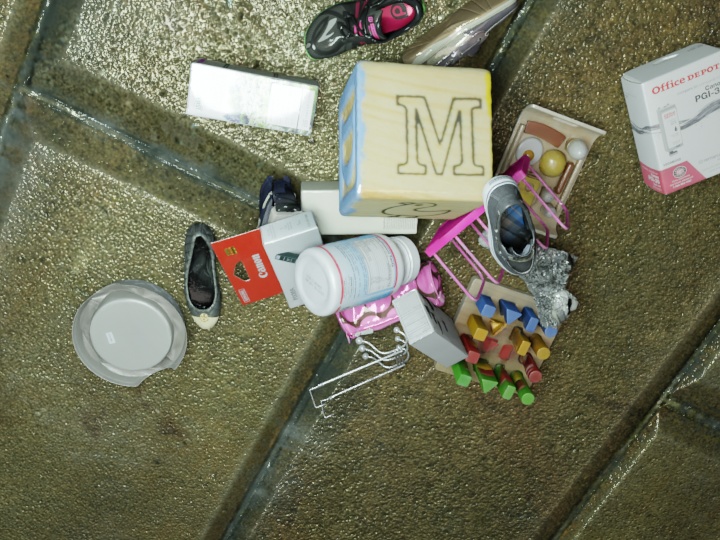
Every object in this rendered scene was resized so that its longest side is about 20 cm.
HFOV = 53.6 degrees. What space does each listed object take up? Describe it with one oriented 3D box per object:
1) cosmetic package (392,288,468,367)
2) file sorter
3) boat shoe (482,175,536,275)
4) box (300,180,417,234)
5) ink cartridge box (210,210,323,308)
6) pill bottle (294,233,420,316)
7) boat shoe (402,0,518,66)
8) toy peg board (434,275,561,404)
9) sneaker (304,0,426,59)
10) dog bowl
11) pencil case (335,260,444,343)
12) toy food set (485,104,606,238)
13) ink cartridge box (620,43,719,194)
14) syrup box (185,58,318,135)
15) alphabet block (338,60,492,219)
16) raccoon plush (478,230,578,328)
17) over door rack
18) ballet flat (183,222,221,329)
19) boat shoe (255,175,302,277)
[{"bbox_3d":[0.123,0.102,1.216,0.050,0.083,0.200,-27,154,14],"label":"cosmetic package"},{"bbox_3d":[0.228,-0.066,1.164,0.200,0.139,0.126,-41,94,24],"label":"file sorter"},{"bbox_3d":[0.223,-0.048,1.020,0.069,0.067,0.201,-20,137,3],"label":"boat shoe"},{"bbox_3d":[-0.003,-0.107,1.212,0.197,0.069,0.083,1,112,-4],"label":"box"},{"bbox_3d":[-0.139,-0.002,1.200,0.172,0.044,0.201,-19,146,-3],"label":"ink cartridge box"},{"bbox_3d":[0.000,0.000,1.162,0.199,0.108,0.110,-14,120,-39],"label":"pill bottle"},{"bbox_3d":[0.161,-0.366,1.120,0.199,0.072,0.065,-33,124,6],"label":"boat shoe"},{"bbox_3d":[0.269,0.143,1.324,0.198,0.098,0.201,17,111,-12],"label":"toy peg board"},{"bbox_3d":[0.005,-0.379,1.089,0.198,0.084,0.077,-21,112,4],"label":"sneaker"},{"bbox_3d":[-0.407,0.107,1.276,0.197,0.059,0.202,-2,112,-4],"label":"dog bowl"},{"bbox_3d":[0.054,0.056,1.272,0.198,0.094,0.091,-23,131,6],"label":"pencil case"},{"bbox_3d":[0.313,-0.166,1.217,0.142,0.061,0.202,16,111,-11],"label":"toy food set"},{"bbox_3d":[0.535,-0.252,1.186,0.145,0.083,0.202,-21,113,5],"label":"ink cartridge box"},{"bbox_3d":[-0.169,-0.274,1.122,0.197,0.082,0.080,9,110,-8],"label":"syrup box"},{"bbox_3d":[0.076,-0.188,1.080,0.197,0.195,0.199,1,87,-9],"label":"alphabet block"},{"bbox_3d":[0.294,0.021,1.270,0.198,0.097,0.136,17,91,18],"label":"raccoon plush"},{"bbox_3d":[-0.005,0.177,1.283,0.199,0.148,0.067,-34,71,-6],"label":"over door rack"},{"bbox_3d":[-0.282,0.014,1.247,0.066,0.057,0.202,-2,113,-3],"label":"ballet flat"},{"bbox_3d":[-0.145,-0.072,1.222,0.074,0.093,0.201,-1,142,-24],"label":"boat shoe"}]
